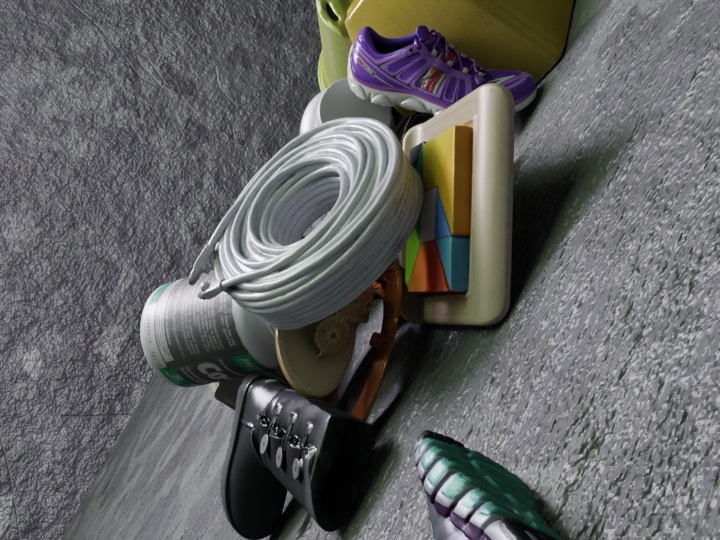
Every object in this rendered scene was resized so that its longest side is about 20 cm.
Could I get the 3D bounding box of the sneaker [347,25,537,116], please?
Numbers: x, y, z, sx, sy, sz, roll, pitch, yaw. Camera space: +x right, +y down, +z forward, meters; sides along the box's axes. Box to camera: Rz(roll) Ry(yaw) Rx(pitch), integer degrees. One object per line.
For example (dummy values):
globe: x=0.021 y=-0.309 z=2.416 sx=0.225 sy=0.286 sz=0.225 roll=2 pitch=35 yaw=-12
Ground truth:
sneaker: x=0.081 y=-0.203 z=1.008 sx=0.081 sy=0.198 sz=0.084 roll=-63 pitch=-18 yaw=-55

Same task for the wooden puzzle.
wooden puzzle: x=0.070 y=-0.048 z=0.844 sx=0.200 sy=0.037 sz=0.187 roll=172 pitch=100 yaw=-72

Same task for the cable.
cable: x=-0.038 y=-0.042 z=0.868 sx=0.199 sy=0.069 sz=0.201 roll=-2 pitch=52 yaw=43

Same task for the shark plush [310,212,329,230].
shark plush: x=-0.030 y=-0.070 z=1.178 sx=0.091 sy=0.083 sz=0.200 roll=-43 pitch=13 yaw=0

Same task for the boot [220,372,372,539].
boot: x=-0.059 y=0.189 z=0.892 sx=0.199 sy=0.065 sz=0.167 roll=11 pitch=102 yaw=59

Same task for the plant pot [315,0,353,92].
plant pot: x=0.022 y=-0.316 z=1.315 sx=0.202 sy=0.199 sz=0.184 roll=-60 pitch=-17 yaw=-12

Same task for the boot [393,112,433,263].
boot: x=0.076 y=-0.096 z=1.006 sx=0.150 sy=0.073 sz=0.202 roll=-37 pitch=34 yaw=58

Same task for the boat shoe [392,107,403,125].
boat shoe: x=0.024 y=-0.187 z=1.277 sx=0.062 sy=0.075 sz=0.199 roll=-50 pitch=16 yaw=-29

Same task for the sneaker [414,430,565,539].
sneaker: x=0.054 y=0.152 z=0.522 sx=0.088 sy=0.074 sz=0.200 roll=-62 pitch=13 yaw=4

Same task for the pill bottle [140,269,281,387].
pill bottle: x=-0.117 y=0.049 z=1.001 sx=0.198 sy=0.113 sz=0.114 roll=-15 pitch=38 yaw=35

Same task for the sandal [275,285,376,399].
sandal: x=-0.018 y=0.008 z=0.898 sx=0.070 sy=0.077 sz=0.213 roll=-50 pitch=17 yaw=48

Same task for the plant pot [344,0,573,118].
plant pot: x=0.099 y=-0.283 z=1.107 sx=0.194 sy=0.199 sz=0.197 roll=-45 pitch=18 yaw=45

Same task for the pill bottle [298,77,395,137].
pill bottle: x=-0.019 y=-0.148 z=1.159 sx=0.112 sy=0.110 sz=0.200 roll=-61 pitch=1 yaw=-14

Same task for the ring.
ring: x=-0.007 y=0.083 z=0.949 sx=0.200 sy=0.019 sz=0.203 roll=-162 pitch=90 yaw=-79

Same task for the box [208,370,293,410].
box: x=-0.106 y=0.105 z=1.179 sx=0.129 sy=0.108 sz=0.200 roll=-59 pitch=12 yaw=-4

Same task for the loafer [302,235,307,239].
loafer: x=-0.082 y=-0.007 z=1.195 sx=0.072 sy=0.072 sz=0.200 roll=-21 pitch=-16 yaw=-2
